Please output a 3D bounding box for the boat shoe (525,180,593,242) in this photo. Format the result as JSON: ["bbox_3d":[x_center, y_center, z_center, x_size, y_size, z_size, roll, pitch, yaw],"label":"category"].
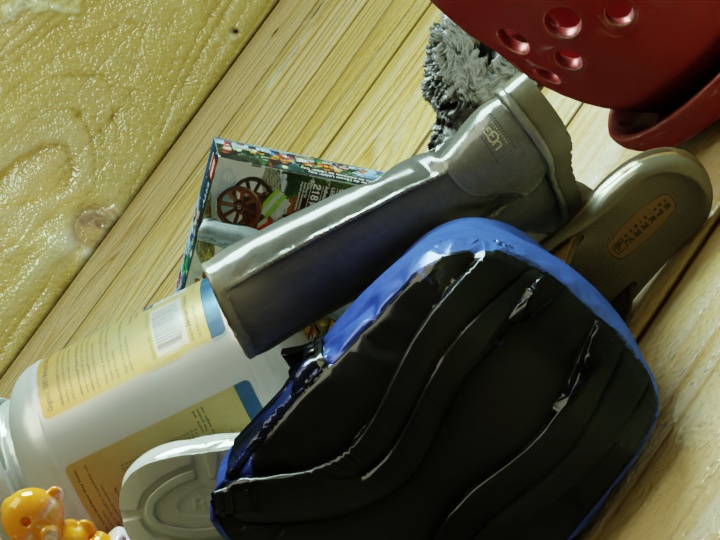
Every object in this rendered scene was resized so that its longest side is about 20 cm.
[{"bbox_3d":[0.078,0.040,1.236,0.200,0.072,0.068,-51,-26,-8],"label":"boat shoe"}]

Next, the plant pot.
[{"bbox_3d":[0.165,-0.187,1.263,0.201,0.182,0.201,-49,12,15],"label":"plant pot"}]

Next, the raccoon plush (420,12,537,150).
[{"bbox_3d":[0.074,-0.146,1.698,0.200,0.097,0.134,-53,5,-3],"label":"raccoon plush"}]

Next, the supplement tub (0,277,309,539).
[{"bbox_3d":[-0.123,0.099,1.291,0.199,0.145,0.145,-26,17,6],"label":"supplement tub"}]

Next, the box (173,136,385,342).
[{"bbox_3d":[-0.053,0.022,1.400,0.038,0.136,0.201,-107,31,-64],"label":"box"}]

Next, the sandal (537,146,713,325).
[{"bbox_3d":[0.118,0.019,1.148,0.200,0.080,0.054,-46,35,9],"label":"sandal"}]

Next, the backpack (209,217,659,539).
[{"bbox_3d":[0.039,0.071,1.054,0.200,0.162,0.168,-50,10,11],"label":"backpack"}]

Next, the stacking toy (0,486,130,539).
[{"bbox_3d":[-0.120,0.185,1.208,0.116,0.200,0.110,-53,13,10],"label":"stacking toy"}]

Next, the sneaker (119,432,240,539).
[{"bbox_3d":[-0.034,0.114,1.183,0.081,0.199,0.077,-108,17,-84],"label":"sneaker"}]

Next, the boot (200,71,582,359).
[{"bbox_3d":[0.019,-0.016,1.134,0.200,0.073,0.182,-38,-21,-3],"label":"boot"}]

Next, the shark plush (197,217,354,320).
[{"bbox_3d":[0.000,0.000,1.322,0.091,0.200,0.083,-56,-3,2],"label":"shark plush"}]
